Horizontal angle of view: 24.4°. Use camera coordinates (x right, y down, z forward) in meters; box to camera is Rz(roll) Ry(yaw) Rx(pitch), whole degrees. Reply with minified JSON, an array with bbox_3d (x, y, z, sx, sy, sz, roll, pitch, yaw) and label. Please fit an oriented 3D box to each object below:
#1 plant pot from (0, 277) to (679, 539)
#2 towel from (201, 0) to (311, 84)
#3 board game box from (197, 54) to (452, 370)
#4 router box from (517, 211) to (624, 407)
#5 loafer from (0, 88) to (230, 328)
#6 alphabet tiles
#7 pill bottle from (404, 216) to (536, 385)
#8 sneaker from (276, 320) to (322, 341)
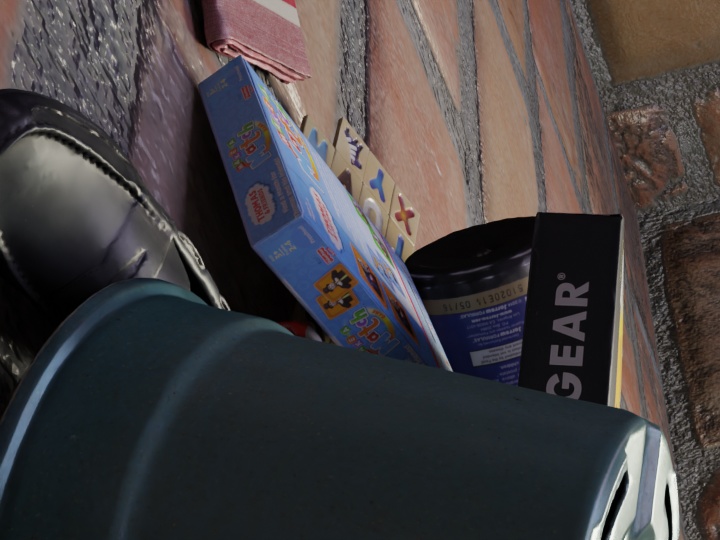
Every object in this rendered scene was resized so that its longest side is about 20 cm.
[{"bbox_3d":[-0.001,0.111,0.577,0.200,0.194,0.202,5,90,-67],"label":"plant pot"},{"bbox_3d":[-0.083,-0.221,1.027,0.144,0.023,0.202,13,64,-72],"label":"towel"},{"bbox_3d":[-0.012,-0.008,0.936,0.200,0.036,0.152,52,10,-41],"label":"board game box"},{"bbox_3d":[0.109,0.093,0.877,0.150,0.051,0.202,75,21,-59],"label":"router box"},{"bbox_3d":[-0.096,-0.003,0.652,0.070,0.068,0.201,39,-9,30],"label":"loafer"},{"bbox_3d":[0.000,0.000,1.068,0.167,0.006,0.201,51,34,-33],"label":"alphabet tiles"},{"bbox_3d":[0.104,0.075,1.091,0.112,0.111,0.202,-59,134,-70],"label":"pill bottle"},{"bbox_3d":[-0.021,0.070,0.902,0.200,0.070,0.094,-21,103,-73],"label":"sneaker"}]
